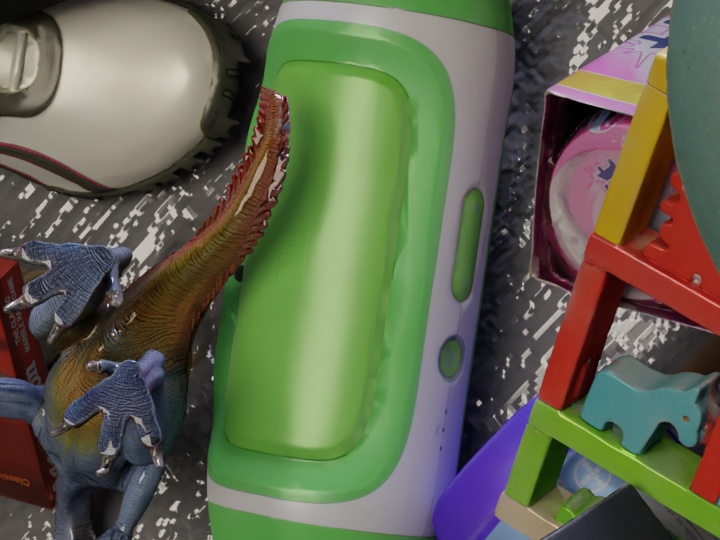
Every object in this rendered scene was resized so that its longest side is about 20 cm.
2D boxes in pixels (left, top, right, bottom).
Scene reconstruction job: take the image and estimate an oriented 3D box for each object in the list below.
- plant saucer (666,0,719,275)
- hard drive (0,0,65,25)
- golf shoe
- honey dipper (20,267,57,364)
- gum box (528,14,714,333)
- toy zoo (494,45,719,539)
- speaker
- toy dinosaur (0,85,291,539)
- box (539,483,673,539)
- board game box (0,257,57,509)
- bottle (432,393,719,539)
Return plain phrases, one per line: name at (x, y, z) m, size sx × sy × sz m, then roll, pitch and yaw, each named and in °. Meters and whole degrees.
plant saucer at (0.178, -0.050, 0.689) m, size 0.200 × 0.036 × 0.200 m, roll 0°, pitch 88°, yaw -9°
hard drive at (-0.102, -0.171, 0.974) m, size 0.200 × 0.038 × 0.140 m, roll -20°, pitch 75°, yaw -4°
golf shoe at (-0.139, -0.071, 1.006) m, size 0.200 × 0.088 × 0.077 m, roll 4°, pitch 86°, yaw 27°
honey dipper at (-0.202, 0.009, 1.062) m, size 0.200 × 0.038 × 0.038 m, roll 6°, pitch 88°, yaw 31°
gum box at (0.166, -0.019, 0.811) m, size 0.200 × 0.113 × 0.066 m, roll 17°, pitch 119°, yaw 28°
toy zoo at (0.121, 0.023, 0.773) m, size 0.131 × 0.020 × 0.200 m, roll 30°, pitch 125°, yaw 21°
speaker at (0.000, 0.000, 0.924) m, size 0.088 × 0.088 × 0.200 m, roll 8°, pitch 89°, yaw 29°
toy dinosaur at (-0.077, 0.058, 0.934) m, size 0.200 × 0.182 × 0.105 m, roll -34°, pitch 74°, yaw -7°
box at (0.041, 0.185, 0.820) m, size 0.149 × 0.107 × 0.200 m, roll 54°, pitch 135°, yaw 10°
board game box at (-0.202, 0.025, 1.035) m, size 0.200 × 0.019 × 0.103 m, roll 11°, pitch 130°, yaw 29°
bottle at (0.109, 0.128, 0.863) m, size 0.084 × 0.065 × 0.200 m, roll -48°, pitch 66°, yaw 22°
